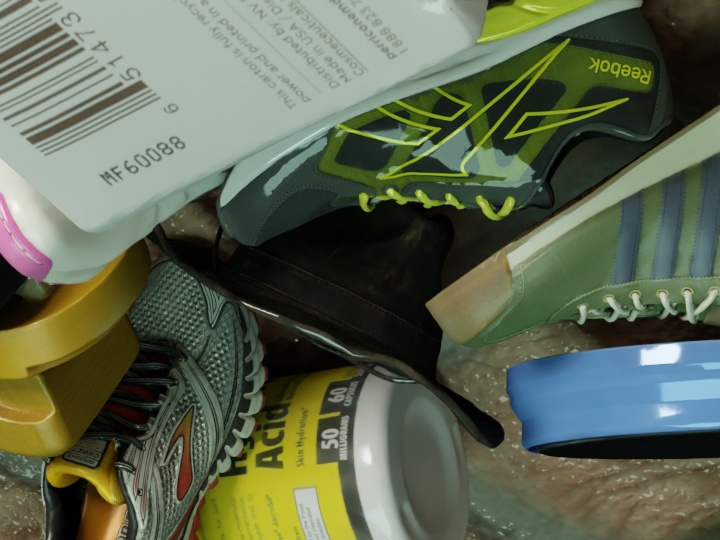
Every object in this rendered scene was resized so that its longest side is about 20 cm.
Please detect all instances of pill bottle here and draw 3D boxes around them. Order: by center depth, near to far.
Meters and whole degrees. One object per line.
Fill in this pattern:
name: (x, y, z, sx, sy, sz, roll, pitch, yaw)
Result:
pill bottle: (-0.055, 0.112, 1.231, 0.200, 0.111, 0.111, -10, 135, 24)

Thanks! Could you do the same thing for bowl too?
bowl: (0.166, 0.061, 1.089, 0.200, 0.039, 0.201, -1, 172, 0)

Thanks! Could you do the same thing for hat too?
hat: (0.000, 0.000, 1.086, 0.201, 0.081, 0.201, 31, 179, 1)

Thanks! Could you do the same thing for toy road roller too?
toy road roller: (-0.189, 0.008, 1.099, 0.200, 0.123, 0.146, -2, 126, 30)

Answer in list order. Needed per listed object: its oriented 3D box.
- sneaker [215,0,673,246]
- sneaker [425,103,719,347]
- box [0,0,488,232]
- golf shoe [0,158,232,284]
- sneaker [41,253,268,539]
sneaker: (0.036, -0.051, 0.983, 0.200, 0.074, 0.085, -28, 87, 9)
sneaker: (0.133, -0.006, 0.998, 0.200, 0.067, 0.090, -33, 88, 1)
box: (-0.078, -0.161, 0.871, 0.200, 0.171, 0.199, -24, 128, 32)
golf shoe: (-0.088, -0.057, 1.000, 0.092, 0.200, 0.075, -31, 96, 29)
sneaker: (-0.103, 0.084, 1.151, 0.078, 0.200, 0.082, 6, 166, 31)
